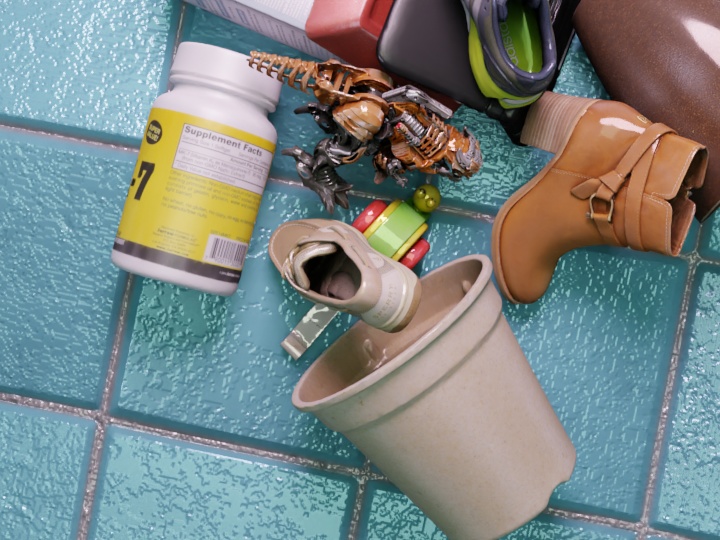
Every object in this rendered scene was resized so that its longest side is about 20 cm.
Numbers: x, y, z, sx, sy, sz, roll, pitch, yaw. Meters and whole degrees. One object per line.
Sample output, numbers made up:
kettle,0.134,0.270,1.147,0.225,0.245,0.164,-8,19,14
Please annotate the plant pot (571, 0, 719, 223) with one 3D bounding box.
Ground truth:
plant pot,0.279,-0.175,0.892,0.187,0.187,0.200,-45,78,1

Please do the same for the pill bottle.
pill bottle,-0.137,-0.087,0.926,0.114,0.114,0.200,15,89,2

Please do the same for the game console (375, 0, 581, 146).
game console,0.117,-0.228,0.902,0.116,0.176,0.200,22,91,17

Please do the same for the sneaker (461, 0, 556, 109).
sneaker,0.105,-0.222,0.804,0.074,0.081,0.200,-25,98,-8

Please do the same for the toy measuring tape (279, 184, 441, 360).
toy measuring tape,0.000,0.000,0.942,0.074,0.074,0.200,43,90,2

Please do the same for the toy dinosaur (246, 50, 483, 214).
toy dinosaur,0.003,-0.130,0.889,0.200,0.136,0.102,45,57,-7

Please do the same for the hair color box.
hair color box,-0.079,-0.243,0.932,0.200,0.099,0.061,23,89,2

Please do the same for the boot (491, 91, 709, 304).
boot,0.193,-0.038,0.879,0.155,0.074,0.200,27,123,36

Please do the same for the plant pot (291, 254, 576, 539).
plant pot,0.077,0.119,0.890,0.200,0.200,0.184,-37,99,1

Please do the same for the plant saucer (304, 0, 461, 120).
plant saucer,0.063,-0.248,0.890,0.037,0.200,0.200,22,91,42

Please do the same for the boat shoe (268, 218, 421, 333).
boat shoe,-0.030,-0.006,0.888,0.065,0.200,0.072,21,96,-37
